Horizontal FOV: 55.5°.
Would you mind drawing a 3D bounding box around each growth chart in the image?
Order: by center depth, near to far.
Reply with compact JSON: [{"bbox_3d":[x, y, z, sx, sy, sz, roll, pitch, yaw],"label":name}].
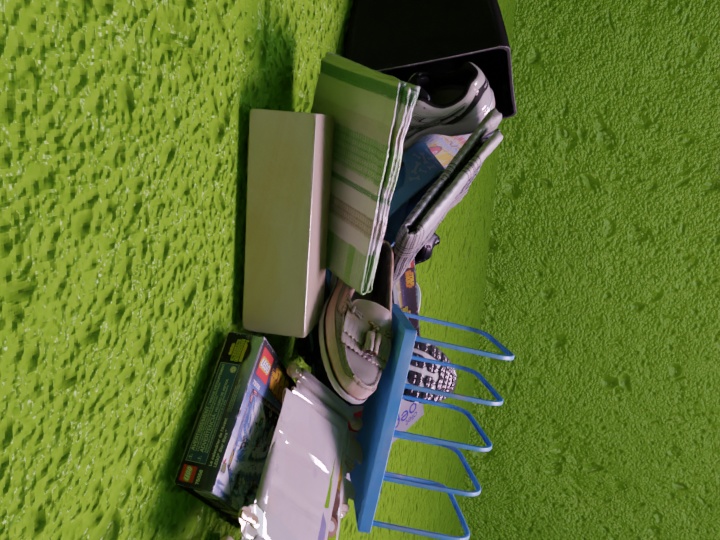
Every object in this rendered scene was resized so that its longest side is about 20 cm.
[{"bbox_3d":[-0.049,0.189,0.620,0.145,0.018,0.202,55,35,-33],"label":"growth chart"}]

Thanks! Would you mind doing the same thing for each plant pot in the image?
[{"bbox_3d":[0.091,-0.305,0.885,0.199,0.197,0.181,32,53,-72],"label":"plant pot"}]

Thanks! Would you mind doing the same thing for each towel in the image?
[{"bbox_3d":[-0.011,-0.097,0.670,0.030,0.149,0.203,-4,117,-34],"label":"towel"},{"bbox_3d":[0.096,-0.074,0.813,0.201,0.034,0.193,-53,172,-21],"label":"towel"}]

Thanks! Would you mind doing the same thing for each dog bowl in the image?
[{"bbox_3d":[0.038,-0.078,0.873,0.200,0.049,0.112,-43,161,-24],"label":"dog bowl"}]

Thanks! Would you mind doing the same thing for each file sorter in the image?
[{"bbox_3d":[0.070,0.155,0.718,0.139,0.121,0.203,-124,-134,-81],"label":"file sorter"}]

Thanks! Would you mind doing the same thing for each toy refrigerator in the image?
[{"bbox_3d":[-0.071,-0.047,0.649,0.076,0.069,0.204,-47,143,-74],"label":"toy refrigerator"}]

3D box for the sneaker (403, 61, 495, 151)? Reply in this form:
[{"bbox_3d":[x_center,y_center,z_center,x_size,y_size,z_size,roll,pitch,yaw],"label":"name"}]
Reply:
[{"bbox_3d":[0.057,-0.195,0.811,0.088,0.197,0.077,51,26,-61],"label":"sneaker"}]

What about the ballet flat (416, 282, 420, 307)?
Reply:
[{"bbox_3d":[0.051,0.112,1.163,0.069,0.068,0.203,44,60,-70],"label":"ballet flat"}]

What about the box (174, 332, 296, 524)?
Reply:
[{"bbox_3d":[-0.100,0.167,0.661,0.201,0.039,0.139,71,30,-56],"label":"box"}]

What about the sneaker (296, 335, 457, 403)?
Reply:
[{"bbox_3d":[0.023,0.103,0.837,0.089,0.197,0.078,30,79,-87],"label":"sneaker"}]

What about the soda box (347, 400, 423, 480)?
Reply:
[{"bbox_3d":[-0.008,0.194,0.834,0.199,0.063,0.069,-34,130,-35],"label":"soda box"}]

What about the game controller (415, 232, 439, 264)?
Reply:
[{"bbox_3d":[0.080,-0.061,1.032,0.200,0.041,0.106,150,-63,-80],"label":"game controller"}]

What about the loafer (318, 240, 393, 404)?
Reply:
[{"bbox_3d":[0.003,0.039,0.684,0.072,0.063,0.201,38,29,-25],"label":"loafer"}]

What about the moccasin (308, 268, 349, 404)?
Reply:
[{"bbox_3d":[-0.046,0.052,0.752,0.081,0.067,0.202,49,25,-50],"label":"moccasin"}]

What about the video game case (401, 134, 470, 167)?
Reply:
[{"bbox_3d":[0.083,-0.157,0.954,0.023,0.180,0.200,66,9,16],"label":"video game case"}]

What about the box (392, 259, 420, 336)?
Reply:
[{"bbox_3d":[0.054,0.041,1.028,0.137,0.039,0.203,-115,-163,-62],"label":"box"}]
